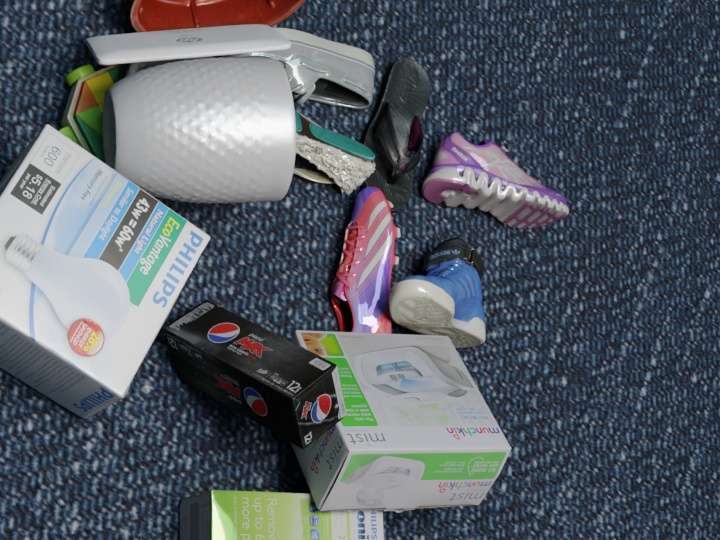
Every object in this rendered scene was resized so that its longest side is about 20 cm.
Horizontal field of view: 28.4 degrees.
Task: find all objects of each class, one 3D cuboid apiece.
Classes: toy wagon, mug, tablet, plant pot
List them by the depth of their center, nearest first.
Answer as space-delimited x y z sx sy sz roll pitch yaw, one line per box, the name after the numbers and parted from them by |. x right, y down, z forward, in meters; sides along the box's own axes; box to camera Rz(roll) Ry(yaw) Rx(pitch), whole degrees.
-0.176 -0.160 1.465 0.174 0.148 0.201 -3 48 -19 | mug
-0.182 -0.238 1.488 0.199 0.130 0.014 -8 110 -14 | tablet
-0.253 -0.148 1.511 0.199 0.040 0.156 -29 92 -33 | toy wagon
-0.172 -0.377 1.543 0.200 0.201 0.196 -6 71 -31 | plant pot

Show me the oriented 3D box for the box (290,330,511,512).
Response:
0.028 0.160 1.514 0.199 0.097 0.177 4 38 -29 | box

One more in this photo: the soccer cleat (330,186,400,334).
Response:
0.000 0.000 1.607 0.076 0.067 0.201 4 77 -24 | soccer cleat

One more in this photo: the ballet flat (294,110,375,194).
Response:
-0.074 -0.143 1.601 0.199 0.072 0.072 28 64 -21 | ballet flat

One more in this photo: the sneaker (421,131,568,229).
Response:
0.168 -0.113 1.730 0.199 0.080 0.089 16 61 -25 | sneaker

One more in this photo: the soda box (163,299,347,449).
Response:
-0.107 0.102 1.435 0.063 0.199 0.071 -35 132 -32 | soda box

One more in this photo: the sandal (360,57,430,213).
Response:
0.045 -0.166 1.685 0.075 0.048 0.202 21 67 -24 | sandal

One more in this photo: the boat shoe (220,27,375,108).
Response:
-0.067 -0.224 1.622 0.200 0.070 0.072 6 68 -32 | boat shoe

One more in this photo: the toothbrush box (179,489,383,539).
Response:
-0.079 0.305 1.462 0.199 0.086 0.147 8 72 -30 | toothbrush box

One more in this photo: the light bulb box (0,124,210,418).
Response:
-0.288 0.005 1.398 0.200 0.125 0.199 34 62 -17 | light bulb box

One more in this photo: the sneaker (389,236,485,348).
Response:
0.087 0.011 1.611 0.200 0.076 0.112 31 53 -57 | sneaker
